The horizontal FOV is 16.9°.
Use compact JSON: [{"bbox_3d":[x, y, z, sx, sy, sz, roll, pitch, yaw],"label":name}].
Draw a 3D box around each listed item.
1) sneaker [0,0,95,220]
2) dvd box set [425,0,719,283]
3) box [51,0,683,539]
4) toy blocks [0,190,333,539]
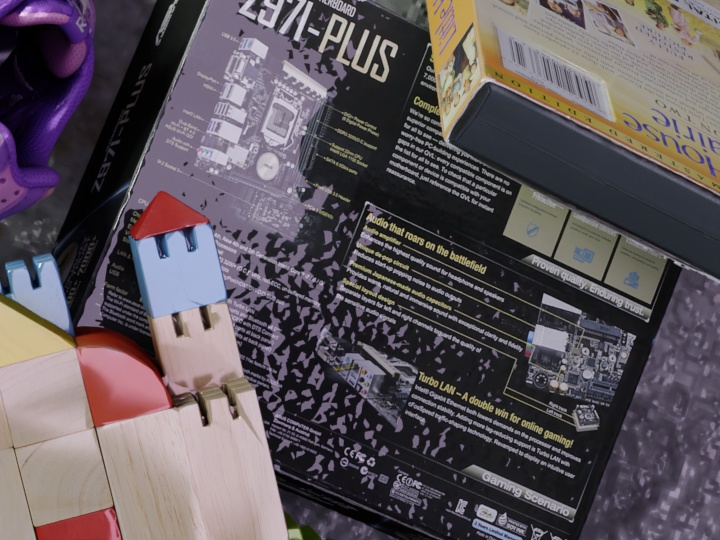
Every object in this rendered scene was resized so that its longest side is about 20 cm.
[{"bbox_3d":[-0.123,-0.089,0.790,0.080,0.088,0.201,40,46,-46],"label":"sneaker"},{"bbox_3d":[0.090,-0.073,0.847,0.146,0.200,0.029,25,118,-18],"label":"dvd box set"},{"bbox_3d":[0.000,0.000,0.862,0.200,0.086,0.164,24,82,-17],"label":"box"},{"bbox_3d":[-0.106,0.058,0.748,0.199,0.100,0.137,-14,98,-8],"label":"toy blocks"}]
